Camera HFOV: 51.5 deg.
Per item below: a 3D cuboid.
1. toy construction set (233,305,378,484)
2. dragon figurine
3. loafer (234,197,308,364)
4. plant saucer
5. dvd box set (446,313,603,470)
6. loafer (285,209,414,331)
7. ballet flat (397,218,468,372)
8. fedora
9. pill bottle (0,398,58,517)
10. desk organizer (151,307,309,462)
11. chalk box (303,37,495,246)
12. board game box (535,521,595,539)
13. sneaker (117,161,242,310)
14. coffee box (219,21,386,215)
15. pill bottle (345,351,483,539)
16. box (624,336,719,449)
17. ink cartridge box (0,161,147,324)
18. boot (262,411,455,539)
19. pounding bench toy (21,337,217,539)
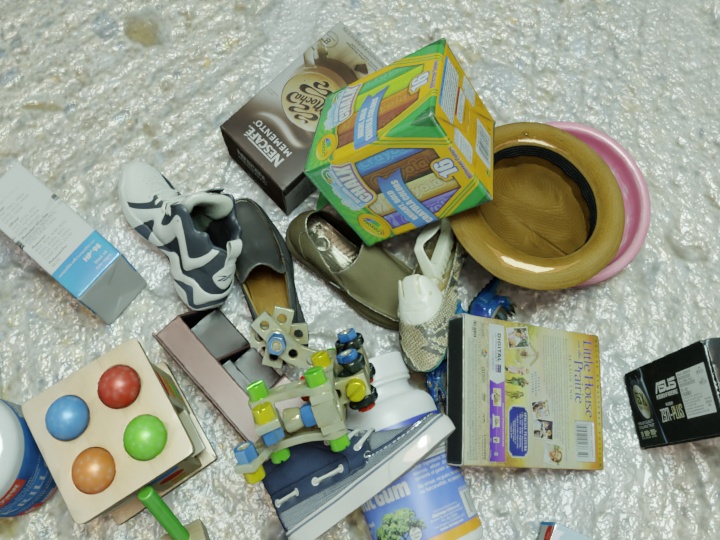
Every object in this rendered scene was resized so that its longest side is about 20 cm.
[{"bbox_3d":[-0.053,0.106,0.698,0.129,0.201,0.094,-21,116,4],"label":"toy construction set"},{"bbox_3d":[0.121,0.061,0.840,0.097,0.059,0.205,7,75,0],"label":"dragon figurine"},{"bbox_3d":[-0.107,0.002,0.844,0.071,0.072,0.203,-22,75,-7],"label":"loafer"},{"bbox_3d":[0.240,-0.076,0.889,0.195,0.051,0.206,1,74,-2],"label":"plant saucer"},{"bbox_3d":[0.175,0.131,0.783,0.196,0.029,0.150,9,75,-30],"label":"dvd box set"},{"bbox_3d":[0.000,0.000,0.845,0.197,0.068,0.077,31,75,0],"label":"loafer"},{"bbox_3d":[0.074,0.006,0.802,0.067,0.076,0.203,-3,50,31],"label":"ballet flat"},{"bbox_3d":[0.184,-0.061,0.814,0.195,0.082,0.205,-2,67,4],"label":"fedora"},{"bbox_3d":[-0.366,0.179,0.717,0.109,0.200,0.115,0,73,-1],"label":"pill bottle"},{"bbox_3d":[-0.128,0.123,0.809,0.077,0.072,0.200,-42,79,-15],"label":"desk organizer"},{"bbox_3d":[0.027,-0.122,0.780,0.197,0.124,0.127,-18,43,31],"label":"chalk box"},{"bbox_3d":[0.247,0.388,0.748,0.196,0.056,0.199,23,74,5],"label":"board game box"},{"bbox_3d":[-0.191,-0.070,0.821,0.078,0.130,0.201,-12,62,-42],"label":"sneaker"},{"bbox_3d":[-0.056,-0.182,0.896,0.113,0.080,0.200,43,77,10],"label":"coffee box"},{"bbox_3d":[0.041,0.194,0.771,0.110,0.112,0.204,-20,75,-7],"label":"pill bottle"},{"bbox_3d":[0.387,0.119,0.756,0.160,0.200,0.088,-8,73,-4],"label":"box"},{"bbox_3d":[-0.341,-0.040,0.827,0.199,0.116,0.067,40,76,9],"label":"ink cartridge box"},{"bbox_3d":[-0.011,0.170,0.695,0.199,0.073,0.091,-39,74,14],"label":"boot"},{"bbox_3d":[-0.217,0.195,0.740,0.123,0.156,0.202,-30,77,-10],"label":"pounding bench toy"}]
